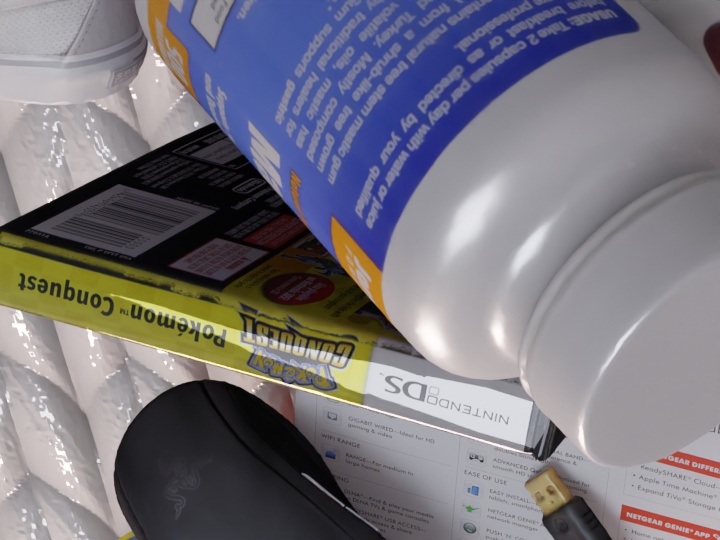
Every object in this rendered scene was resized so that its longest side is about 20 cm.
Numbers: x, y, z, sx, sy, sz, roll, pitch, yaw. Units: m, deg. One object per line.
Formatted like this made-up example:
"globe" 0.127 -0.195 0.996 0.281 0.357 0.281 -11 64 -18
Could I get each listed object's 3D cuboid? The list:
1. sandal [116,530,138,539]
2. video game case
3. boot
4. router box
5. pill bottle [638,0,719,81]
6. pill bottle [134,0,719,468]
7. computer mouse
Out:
"sandal" -0.019 0.170 1.035 0.200 0.087 0.080 37 132 -1
"video game case" 0.000 0.000 0.898 0.180 0.200 0.026 15 107 14
"boot" -0.173 -0.117 0.982 0.199 0.074 0.096 4 119 12
"router box" 0.074 0.088 1.022 0.199 0.049 0.180 15 128 14
"pill bottle" 0.136 -0.070 0.839 0.114 0.114 0.200 -16 116 32
"pill bottle" 0.033 -0.041 0.777 0.200 0.112 0.112 49 138 31
"computer mouse" 0.007 0.104 0.978 0.140 0.046 0.200 -40 81 10
